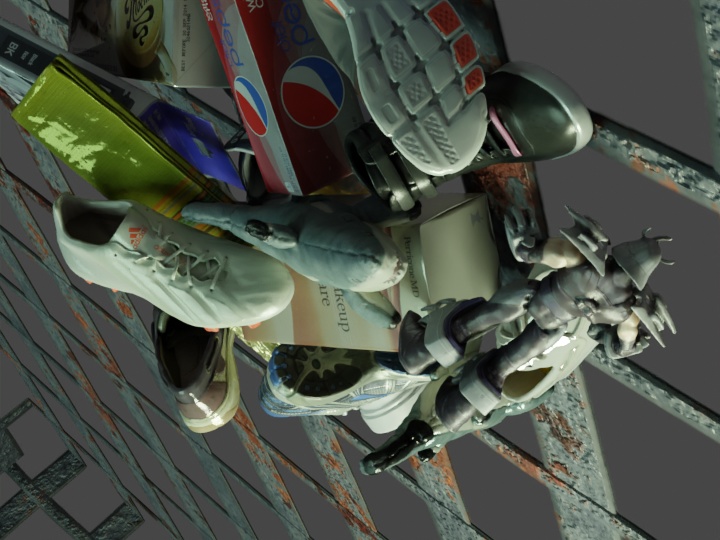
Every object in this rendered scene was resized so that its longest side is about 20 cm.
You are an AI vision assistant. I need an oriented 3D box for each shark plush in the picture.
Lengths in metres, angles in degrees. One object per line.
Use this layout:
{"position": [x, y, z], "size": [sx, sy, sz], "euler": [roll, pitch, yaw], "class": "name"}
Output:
{"position": [0.075, 0.122, 1.214], "size": [0.091, 0.200, 0.084], "euler": [35, 126, 8], "class": "shark plush"}
{"position": [-0.043, -0.033, 1.076], "size": [0.199, 0.091, 0.083], "euler": [30, -163, 33], "class": "shark plush"}

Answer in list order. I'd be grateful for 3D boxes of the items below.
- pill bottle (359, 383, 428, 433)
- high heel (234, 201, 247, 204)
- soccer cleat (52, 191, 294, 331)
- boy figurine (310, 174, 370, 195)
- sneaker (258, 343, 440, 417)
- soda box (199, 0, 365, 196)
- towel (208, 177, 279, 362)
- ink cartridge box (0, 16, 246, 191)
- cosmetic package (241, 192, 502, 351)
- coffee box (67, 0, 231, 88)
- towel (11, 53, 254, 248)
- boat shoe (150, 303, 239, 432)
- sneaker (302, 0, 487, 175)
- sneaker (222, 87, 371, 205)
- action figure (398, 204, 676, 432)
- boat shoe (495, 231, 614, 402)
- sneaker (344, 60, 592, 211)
{"position": [-0.015, 0.045, 1.385], "size": [0.201, 0.104, 0.104], "euler": [56, 160, -15], "class": "pill bottle"}
{"position": [-0.145, -0.023, 1.319], "size": [0.199, 0.095, 0.068], "euler": [-5, 97, 59], "class": "high heel"}
{"position": [-0.143, -0.009, 1.143], "size": [0.199, 0.070, 0.078], "euler": [14, 147, 25], "class": "soccer cleat"}
{"position": [-0.012, -0.049, 1.269], "size": [0.200, 0.064, 0.125], "euler": [38, 159, 20], "class": "boy figurine"}
{"position": [-0.001, 0.077, 1.289], "size": [0.085, 0.199, 0.078], "euler": [-47, 58, 50], "class": "sneaker"}
{"position": [-0.058, -0.157, 1.091], "size": [0.063, 0.070, 0.201], "euler": [11, 123, 62], "class": "soda box"}
{"position": [-0.095, 0.013, 1.459], "size": [0.148, 0.036, 0.201], "euler": [46, -164, -45], "class": "towel"}
{"position": [-0.196, -0.117, 1.255], "size": [0.199, 0.044, 0.198], "euler": [26, 171, 10], "class": "ink cartridge box"}
{"position": [0.000, 0.000, 1.171], "size": [0.199, 0.087, 0.104], "euler": [0, 107, 41], "class": "cosmetic package"}
{"position": [-0.152, -0.203, 1.195], "size": [0.200, 0.079, 0.114], "euler": [18, 108, 56], "class": "coffee box"}
{"position": [-0.169, -0.070, 1.164], "size": [0.200, 0.018, 0.086], "euler": [41, 133, -10], "class": "towel"}
{"position": [-0.151, 0.050, 1.382], "size": [0.065, 0.071, 0.201], "euler": [65, -171, -47], "class": "boat shoe"}
{"position": [0.014, -0.146, 0.968], "size": [0.201, 0.077, 0.082], "euler": [62, 172, 8], "class": "sneaker"}
{"position": [-0.080, -0.115, 1.223], "size": [0.199, 0.108, 0.070], "euler": [29, 152, 45], "class": "sneaker"}
{"position": [0.117, 0.023, 1.011], "size": [0.199, 0.069, 0.130], "euler": [-31, 105, 30], "class": "action figure"}
{"position": [0.131, 0.042, 1.109], "size": [0.071, 0.070, 0.200], "euler": [45, 159, 12], "class": "boat shoe"}
{"position": [0.062, -0.078, 0.996], "size": [0.200, 0.099, 0.071], "euler": [8, 134, 60], "class": "sneaker"}
